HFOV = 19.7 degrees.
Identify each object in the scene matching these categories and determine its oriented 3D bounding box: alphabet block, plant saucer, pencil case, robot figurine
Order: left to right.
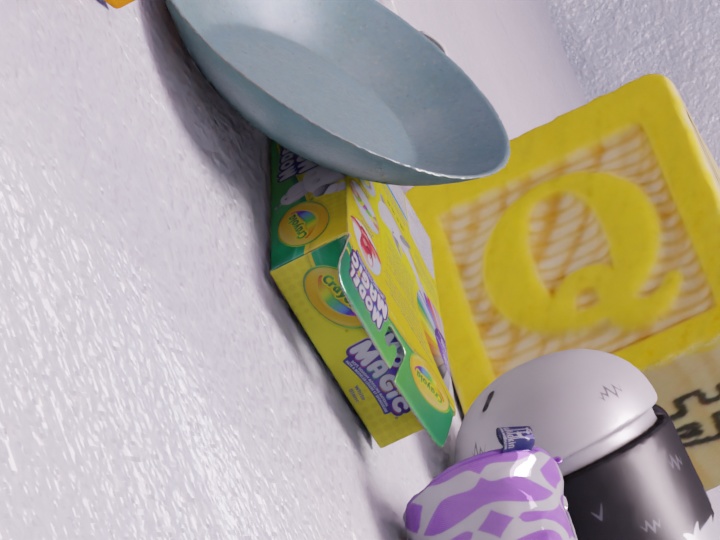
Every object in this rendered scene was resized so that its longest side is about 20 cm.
[{"bbox_3d":[-0.020,-0.094,1.021,0.200,0.039,0.201,27,24,-13],"label":"plant saucer"},{"bbox_3d":[0.085,0.178,0.942,0.085,0.084,0.201,2,59,-34],"label":"pencil case"},{"bbox_3d":[0.129,0.143,1.126,0.201,0.124,0.150,65,7,0],"label":"robot figurine"},{"bbox_3d":[0.165,0.029,1.323,0.200,0.196,0.196,47,20,-54],"label":"alphabet block"}]

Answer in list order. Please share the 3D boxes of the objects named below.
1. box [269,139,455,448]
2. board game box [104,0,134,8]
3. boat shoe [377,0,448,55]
[{"bbox_3d":[0.000,0.000,1.034,0.118,0.048,0.200,59,11,-26],"label":"box"},{"bbox_3d":[-0.084,-0.261,0.823,0.201,0.199,0.200,68,13,17],"label":"board game box"},{"bbox_3d":[0.030,-0.124,1.353,0.200,0.066,0.074,38,30,-65],"label":"boat shoe"}]
